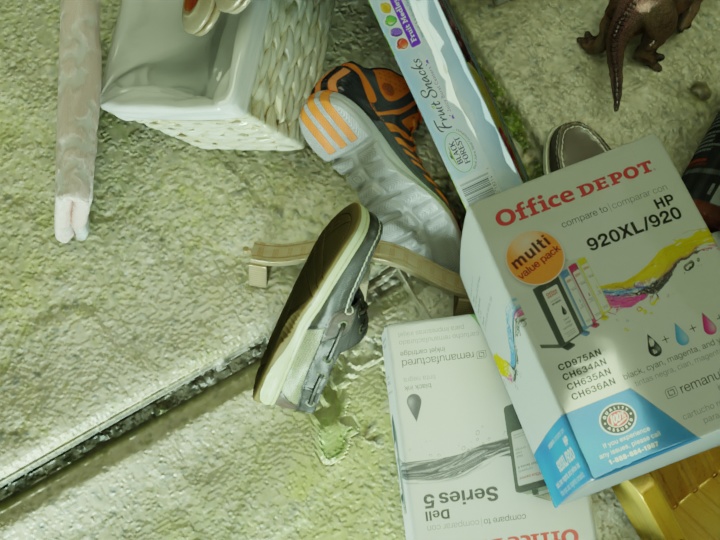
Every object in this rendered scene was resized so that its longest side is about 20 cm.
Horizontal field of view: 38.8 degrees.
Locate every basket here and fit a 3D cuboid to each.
[{"bbox_3d":[-0.108,-0.202,0.839,0.135,0.123,0.200,5,78,29],"label":"basket"}]

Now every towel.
[{"bbox_3d":[-0.225,-0.133,0.811,0.032,0.191,0.201,1,81,-17],"label":"towel"}]

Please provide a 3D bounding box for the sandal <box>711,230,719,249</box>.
[{"bbox_3d":[0.327,0.018,0.770,0.206,0.059,0.079,2,49,-26],"label":"sandal"}]

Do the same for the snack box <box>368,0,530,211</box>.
[{"bbox_3d":[0.077,-0.137,0.816,0.053,0.142,0.200,-24,96,12],"label":"snack box"}]

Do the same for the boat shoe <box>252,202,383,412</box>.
[{"bbox_3d":[-0.024,0.034,0.815,0.065,0.073,0.200,21,125,-14],"label":"boat shoe"}]

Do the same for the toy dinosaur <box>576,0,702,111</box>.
[{"bbox_3d":[0.254,-0.239,0.860,0.086,0.136,0.200,37,83,5],"label":"toy dinosaur"}]

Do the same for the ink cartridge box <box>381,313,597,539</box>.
[{"bbox_3d":[0.101,0.137,0.822,0.145,0.084,0.201,-7,81,-2],"label":"ink cartridge box"}]

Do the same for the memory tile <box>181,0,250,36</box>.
[{"bbox_3d":[-0.068,-0.256,0.705,0.017,0.200,0.154,15,74,-35],"label":"memory tile"}]

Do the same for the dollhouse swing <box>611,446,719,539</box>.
[{"bbox_3d":[0.316,0.152,0.765,0.200,0.176,0.182,-35,115,-6],"label":"dollhouse swing"}]

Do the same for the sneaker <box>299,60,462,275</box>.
[{"bbox_3d":[0.040,-0.094,0.863,0.200,0.077,0.112,54,40,-21],"label":"sneaker"}]

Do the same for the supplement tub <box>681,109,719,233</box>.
[{"bbox_3d":[0.340,-0.098,0.853,0.107,0.107,0.200,30,82,4],"label":"supplement tub"}]

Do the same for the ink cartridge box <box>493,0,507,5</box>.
[{"bbox_3d":[0.148,-0.339,0.879,0.125,0.129,0.200,-24,81,-4],"label":"ink cartridge box"}]

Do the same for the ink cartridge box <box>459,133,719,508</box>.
[{"bbox_3d":[0.173,0.039,0.718,0.147,0.145,0.200,-20,71,-4],"label":"ink cartridge box"}]

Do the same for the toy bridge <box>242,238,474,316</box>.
[{"bbox_3d":[0.000,0.000,0.851,0.199,0.067,0.027,10,55,0],"label":"toy bridge"}]

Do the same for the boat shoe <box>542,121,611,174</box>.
[{"bbox_3d":[0.211,-0.039,0.865,0.072,0.060,0.200,-17,81,-3],"label":"boat shoe"}]
